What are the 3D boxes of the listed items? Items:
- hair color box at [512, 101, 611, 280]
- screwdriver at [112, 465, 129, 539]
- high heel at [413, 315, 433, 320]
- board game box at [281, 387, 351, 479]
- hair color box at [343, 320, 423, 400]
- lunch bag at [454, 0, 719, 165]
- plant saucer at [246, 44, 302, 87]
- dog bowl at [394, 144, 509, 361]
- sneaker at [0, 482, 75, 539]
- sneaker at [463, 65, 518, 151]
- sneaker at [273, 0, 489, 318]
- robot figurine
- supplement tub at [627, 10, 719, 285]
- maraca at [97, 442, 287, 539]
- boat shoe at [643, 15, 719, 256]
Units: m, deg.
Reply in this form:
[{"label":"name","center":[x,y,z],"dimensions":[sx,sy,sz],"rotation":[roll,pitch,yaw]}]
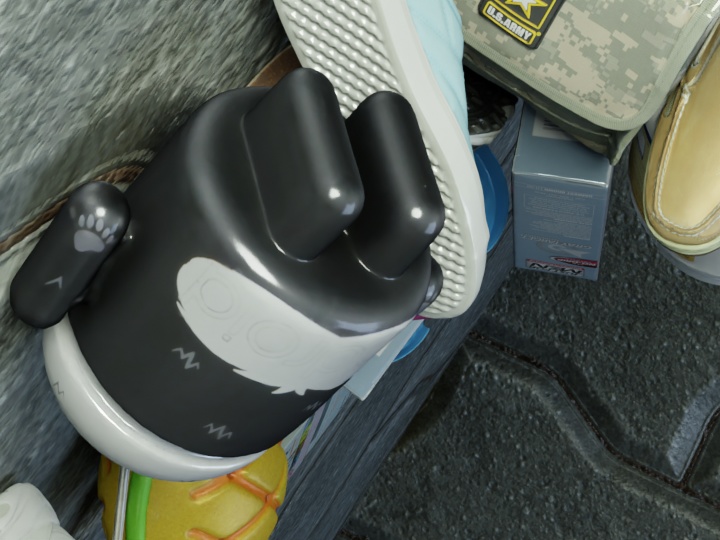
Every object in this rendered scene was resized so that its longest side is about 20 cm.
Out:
[{"label":"hair color box","center":[0.133,-0.072,1.170],"dimensions":[0.200,0.060,0.100],"rotation":[71,29,-73]},{"label":"screwdriver","center":[-0.109,0.078,0.883],"dimensions":[0.029,0.028,0.202],"rotation":[-15,120,-39]},{"label":"high heel","center":[0.020,-0.079,0.874],"dimensions":[0.201,0.096,0.067],"rotation":[-71,-161,0]},{"label":"board game box","center":[-0.071,0.124,1.450],"dimensions":[0.200,0.064,0.148],"rotation":[-52,171,-30]},{"label":"hair color box","center":[0.000,0.000,1.083],"dimensions":[0.099,0.060,0.200],"rotation":[-52,-170,4]},{"label":"lunch bag","center":[0.101,-0.151,0.937],"dimensions":[0.118,0.164,0.200],"rotation":[-55,174,-4]},{"label":"plant saucer","center":[-0.047,-0.026,0.950],"dimensions":[0.201,0.036,0.201],"rotation":[-55,165,-23]},{"label":"dog bowl","center":[0.018,-0.017,1.247],"dimensions":[0.200,0.111,0.050],"rotation":[-51,-175,-25]},{"label":"sneaker","center":[-0.179,0.178,0.870],"dimensions":[0.078,0.099,0.200],"rotation":[-59,171,32]},{"label":"sneaker","center":[0.046,-0.088,1.135],"dimensions":[0.079,0.074,0.200],"rotation":[-51,173,15]},{"label":"sneaker","center":[0.026,-0.078,0.807],"dimensions":[0.082,0.073,0.201],"rotation":[-45,129,-44]},{"label":"robot figurine","center":[-0.051,0.003,0.761],"dimensions":[0.200,0.150,0.125],"rotation":[-44,-170,38]},{"label":"supplement tub","center":[0.239,-0.077,1.121],"dimensions":[0.145,0.144,0.200],"rotation":[-53,166,-12]},{"label":"maraca","center":[-0.095,0.100,1.067],"dimensions":[0.137,0.106,0.202],"rotation":[-24,124,-67]},{"label":"boat shoe","center":[0.206,-0.107,0.984],"dimensions":[0.076,0.071,0.201],"rotation":[59,53,-71]}]
